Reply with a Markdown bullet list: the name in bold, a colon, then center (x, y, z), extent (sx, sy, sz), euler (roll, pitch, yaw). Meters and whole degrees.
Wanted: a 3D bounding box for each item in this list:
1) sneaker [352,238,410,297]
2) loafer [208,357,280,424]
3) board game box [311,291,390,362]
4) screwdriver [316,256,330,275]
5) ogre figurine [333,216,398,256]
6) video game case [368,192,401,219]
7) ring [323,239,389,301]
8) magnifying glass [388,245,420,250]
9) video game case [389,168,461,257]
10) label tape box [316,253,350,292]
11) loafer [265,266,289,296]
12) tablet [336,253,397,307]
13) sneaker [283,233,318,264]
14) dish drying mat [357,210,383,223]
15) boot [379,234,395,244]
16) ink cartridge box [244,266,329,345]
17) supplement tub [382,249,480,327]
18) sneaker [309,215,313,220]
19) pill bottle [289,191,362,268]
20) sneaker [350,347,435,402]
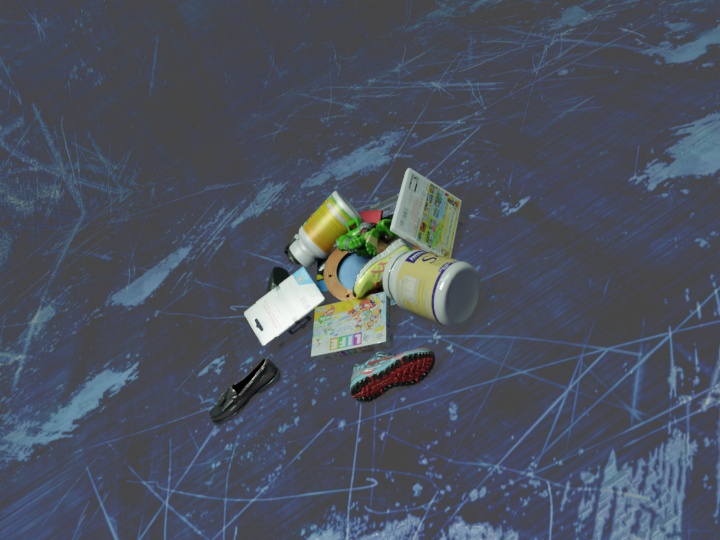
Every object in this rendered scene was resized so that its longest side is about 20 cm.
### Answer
- **sneaker**: center (0.063, 0.008, 1.363), extent (0.199, 0.079, 0.090), euler (-40, 75, -20)
- **loafer**: center (-0.289, 0.285, 1.342), extent (0.198, 0.064, 0.072), euler (-36, 34, -11)
- **board game box**: center (-0.022, 0.136, 1.340), extent (0.195, 0.034, 0.137), euler (-14, 52, 20)
- **screwdriver**: center (-0.043, -0.063, 1.509), extent (0.200, 0.029, 0.028), euler (-47, 14, 0)
- **ogre figurine**: center (0.017, -0.090, 1.413), extent (0.118, 0.099, 0.201), euler (-4, 37, 48)
- **video game case**: center (0.084, -0.186, 1.668), extent (0.140, 0.019, 0.201), euler (-23, 19, 15)
- **ring**: center (0.000, 0.000, 1.443), extent (0.195, 0.019, 0.205), euler (-6, 56, 9)
- **magnifying glass**: center (0.125, -0.049, 1.514), extent (0.195, 0.023, 0.081), euler (-13, 37, 21)
- **video game case**: center (0.174, -0.145, 1.445), extent (0.023, 0.179, 0.204), euler (-38, 29, 54)
- **label tape box**: center (-0.048, -0.020, 1.551), extent (0.141, 0.063, 0.204), euler (-14, 54, 19)
- **loafer**: center (-0.238, 0.086, 1.577), extent (0.073, 0.071, 0.203), euler (-53, 26, 37)
- **tablet**: center (0.010, 0.031, 1.439), extent (0.127, 0.014, 0.203), euler (-22, 55, -1)
- **sneaker**: center (-0.175, -0.050, 1.696), extent (0.090, 0.067, 0.199), euler (-42, 32, -15)
- **dish drying mat**: center (-0.031, -0.127, 1.560), extent (0.195, 0.018, 0.079), euler (-3, 61, 25)
- **boot**: center (0.129, -0.119, 1.562), extent (0.197, 0.065, 0.186), euler (-32, 21, -11)
- **ink cartridge box**: center (-0.192, 0.102, 1.454), extent (0.198, 0.068, 0.117), euler (-36, 66, -3)
- **supplement tub**: center (0.159, 0.035, 1.270), extent (0.145, 0.147, 0.198), euler (-44, 38, -23)
- **sneaker**: center (-0.070, -0.143, 1.716), extent (0.195, 0.089, 0.076), euler (-11, 35, 22)
- **pill bottle**: center (-0.098, -0.105, 1.507), extent (0.200, 0.111, 0.112), euler (-45, 33, 9)
- **sneaker**: center (0.063, 0.199, 1.189), extent (0.196, 0.080, 0.096), euler (-22, 32, 9)
